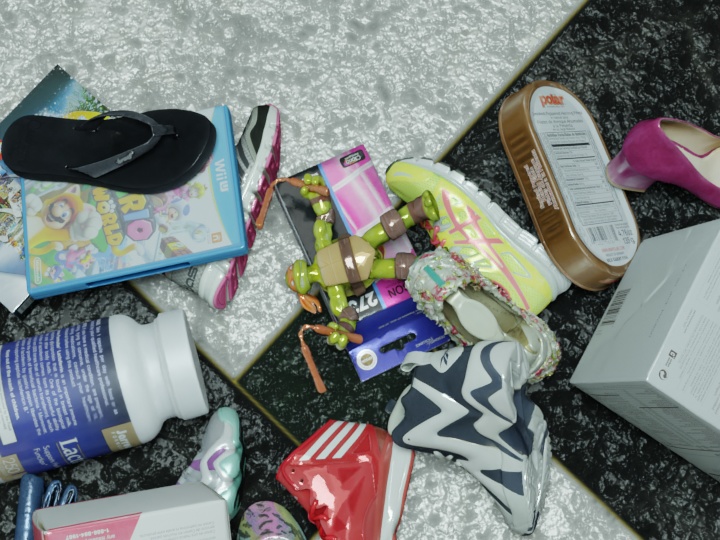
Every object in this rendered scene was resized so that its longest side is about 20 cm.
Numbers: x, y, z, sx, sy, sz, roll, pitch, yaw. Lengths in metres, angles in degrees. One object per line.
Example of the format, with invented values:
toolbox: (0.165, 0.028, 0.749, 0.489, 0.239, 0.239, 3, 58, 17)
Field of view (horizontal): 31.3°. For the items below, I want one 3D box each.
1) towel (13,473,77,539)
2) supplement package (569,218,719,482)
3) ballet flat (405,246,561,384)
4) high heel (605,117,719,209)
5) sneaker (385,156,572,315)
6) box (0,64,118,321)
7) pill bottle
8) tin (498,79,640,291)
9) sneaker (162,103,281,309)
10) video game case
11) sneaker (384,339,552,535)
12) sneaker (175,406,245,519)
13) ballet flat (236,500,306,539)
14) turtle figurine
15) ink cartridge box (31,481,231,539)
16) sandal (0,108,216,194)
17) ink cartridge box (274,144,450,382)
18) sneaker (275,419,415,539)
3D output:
towel: (-0.271, 0.276, 1.079, 0.048, 0.112, 0.203, 6, 76, -13)
supplement package: (0.316, 0.081, 1.087, 0.199, 0.151, 0.153, 33, 77, -9)
ballet flat: (0.113, 0.054, 1.108, 0.199, 0.064, 0.076, 35, 98, -34)
high heel: (0.327, -0.106, 1.171, 0.197, 0.096, 0.068, 6, 67, -15)
sneaker: (0.093, -0.023, 1.174, 0.199, 0.078, 0.091, 39, 81, 8)
box: (-0.299, -0.074, 1.202, 0.136, 0.038, 0.200, 40, 79, 9)
pill bottle: (-0.238, 0.104, 1.118, 0.197, 0.116, 0.117, -15, 76, -4)
tin: (0.194, -0.081, 1.179, 0.111, 0.042, 0.202, -6, 71, -48)
sneaker: (-0.132, -0.069, 1.184, 0.086, 0.074, 0.202, 17, 75, 6)
video game case: (-0.204, -0.062, 1.147, 0.197, 0.018, 0.145, -12, 67, 4)
sneaker: (0.088, 0.143, 1.110, 0.128, 0.201, 0.080, 3, 44, 27)
sneaker: (-0.176, 0.211, 1.112, 0.138, 0.078, 0.203, 8, 76, 1)
ballet flat: (-0.068, 0.295, 1.095, 0.068, 0.071, 0.203, -9, 76, 1)
turtle figurine: (0.000, 0.000, 1.137, 0.159, 0.064, 0.203, -15, 70, 7)
ink cartridge box: (-0.173, 0.282, 1.010, 0.145, 0.083, 0.203, -6, 94, -21)
sandal: (-0.226, -0.108, 1.135, 0.197, 0.043, 0.077, -2, 69, 8)
ink cartridge box: (0.001, -0.009, 1.192, 0.094, 0.037, 0.202, -24, 79, -6)
sneaker: (-0.026, 0.225, 1.109, 0.114, 0.079, 0.202, 15, 63, -2)
